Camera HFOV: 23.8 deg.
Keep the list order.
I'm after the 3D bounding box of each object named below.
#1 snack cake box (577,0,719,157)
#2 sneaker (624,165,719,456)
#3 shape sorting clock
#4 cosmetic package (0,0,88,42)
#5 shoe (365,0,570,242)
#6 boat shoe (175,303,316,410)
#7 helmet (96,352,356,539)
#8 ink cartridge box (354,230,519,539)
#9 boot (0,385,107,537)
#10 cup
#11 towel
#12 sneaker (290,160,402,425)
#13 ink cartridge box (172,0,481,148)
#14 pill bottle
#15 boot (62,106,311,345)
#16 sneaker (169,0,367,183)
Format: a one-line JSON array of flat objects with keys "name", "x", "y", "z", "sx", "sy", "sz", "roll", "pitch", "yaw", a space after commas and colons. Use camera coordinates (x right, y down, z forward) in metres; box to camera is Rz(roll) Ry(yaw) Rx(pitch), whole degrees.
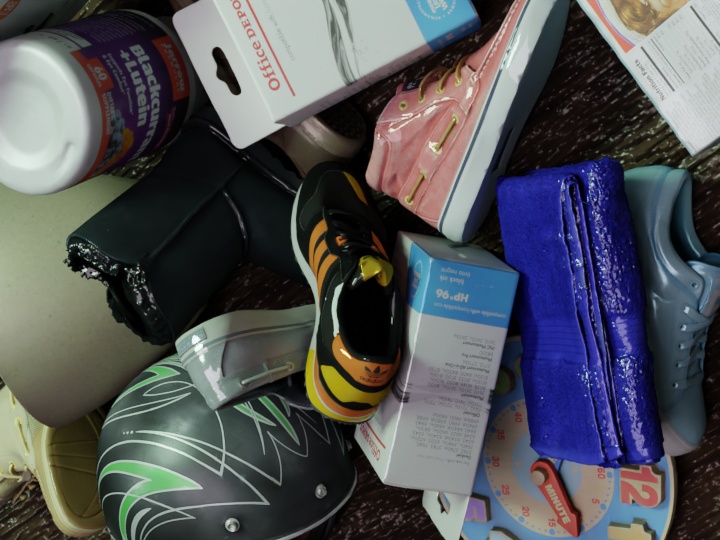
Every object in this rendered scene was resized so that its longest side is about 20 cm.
[{"name": "snack cake box", "x": 0.207, "y": -0.189, "z": 1.097, "sx": 0.115, "sy": 0.067, "sz": 0.200, "roll": -39, "pitch": 83, "yaw": 33}, {"name": "sneaker", "x": 0.212, "y": 0.026, "z": 1.149, "sx": 0.082, "sy": 0.074, "sz": 0.201, "roll": -12, "pitch": 98, "yaw": 36}, {"name": "shape sorting clock", "x": 0.136, "y": 0.144, "z": 1.245, "sx": 0.199, "sy": 0.039, "sz": 0.201, "roll": 8, "pitch": 107, "yaw": 27}, {"name": "cosmetic package", "x": -0.268, "y": -0.179, "z": 1.225, "sx": 0.052, "sy": 0.200, "sz": 0.151, "roll": 43, "pitch": 98, "yaw": 0}, {"name": "shoe", "x": 0.070, "y": -0.123, "z": 1.190, "sx": 0.091, "sy": 0.071, "sz": 0.201, "roll": 30, "pitch": 120, "yaw": 16}, {"name": "boat shoe", "x": -0.047, "y": 0.068, "z": 1.224, "sx": 0.070, "sy": 0.200, "sz": 0.072, "roll": -34, "pitch": 71, "yaw": 37}, {"name": "helmet", "x": -0.104, "y": 0.152, "z": 1.295, "sx": 0.200, "sy": 0.200, "sz": 0.191, "roll": 32, "pitch": 133, "yaw": 18}, {"name": "ink cartridge box", "x": 0.047, "y": 0.083, "z": 1.206, "sx": 0.067, "sy": 0.116, "sz": 0.201, "roll": 10, "pitch": 98, "yaw": -11}, {"name": "boot", "x": -0.273, "y": 0.165, "z": 1.429, "sx": 0.156, "sy": 0.073, "sz": 0.201, "roll": -48, "pitch": 48, "yaw": 32}, {"name": "cup", "x": -0.202, "y": 0.005, "z": 1.328, "sx": 0.143, "sy": 0.200, "sz": 0.201, "roll": -19, "pitch": 94, "yaw": 8}, {"name": "towel", "x": 0.137, "y": 0.030, "z": 1.141, "sx": 0.148, "sy": 0.049, "sz": 0.201, "roll": 174, "pitch": 88, "yaw": -66}, {"name": "sneaker", "x": 0.000, "y": 0.000, "z": 1.177, "sx": 0.090, "sy": 0.070, "sz": 0.201, "roll": 128, "pitch": 144, "yaw": -54}, {"name": "ink cartridge box", "x": -0.029, "y": -0.177, "z": 1.189, "sx": 0.199, "sy": 0.067, "sz": 0.116, "roll": -27, "pitch": 90, "yaw": 7}, {"name": "pill bottle", "x": -0.190, "y": -0.131, "z": 1.256, "sx": 0.111, "sy": 0.200, "sz": 0.112, "roll": 8, "pitch": 110, "yaw": 23}, {"name": "boot", "x": -0.096, "y": -0.002, "z": 1.241, "sx": 0.200, "sy": 0.168, "sz": 0.076, "roll": 41, "pitch": 150, "yaw": -4}, {"name": "sneaker", "x": -0.085, "y": -0.141, "z": 1.275, "sx": 0.200, "sy": 0.070, "sz": 0.076, "roll": 47, "pitch": 126, "yaw": 12}]
